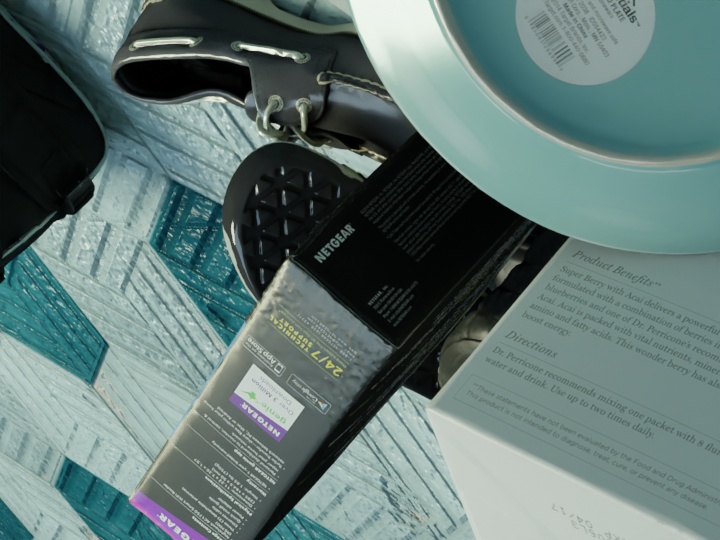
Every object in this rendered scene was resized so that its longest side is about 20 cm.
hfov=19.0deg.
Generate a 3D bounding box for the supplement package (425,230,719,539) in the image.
[{"bbox_3d":[0.137,0.031,0.684,0.121,0.200,0.120,24,151,37],"label":"supplement package"}]

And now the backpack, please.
[{"bbox_3d":[-0.258,-0.083,1.152,0.201,0.178,0.150,53,150,-15],"label":"backpack"}]

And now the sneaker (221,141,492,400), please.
[{"bbox_3d":[0.000,0.000,0.971,0.200,0.072,0.083,40,-171,-40],"label":"sneaker"}]

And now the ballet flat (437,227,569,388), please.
[{"bbox_3d":[0.086,0.018,0.892,0.066,0.057,0.200,35,147,-1],"label":"ballet flat"}]

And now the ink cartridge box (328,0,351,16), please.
[{"bbox_3d":[-0.031,-0.187,0.725,0.199,0.083,0.147,35,156,14],"label":"ink cartridge box"}]

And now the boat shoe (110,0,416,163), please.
[{"bbox_3d":[-0.027,-0.072,0.942,0.199,0.063,0.073,25,149,32],"label":"boat shoe"}]

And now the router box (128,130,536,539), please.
[{"bbox_3d":[0.012,0.006,0.789,0.051,0.200,0.149,40,133,5],"label":"router box"}]

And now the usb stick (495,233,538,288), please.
[{"bbox_3d":[0.135,0.027,0.897,0.199,0.033,0.056,19,140,43],"label":"usb stick"}]

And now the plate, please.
[{"bbox_3d":[0.084,-0.098,0.609,0.198,0.026,0.202,5,109,14],"label":"plate"}]
